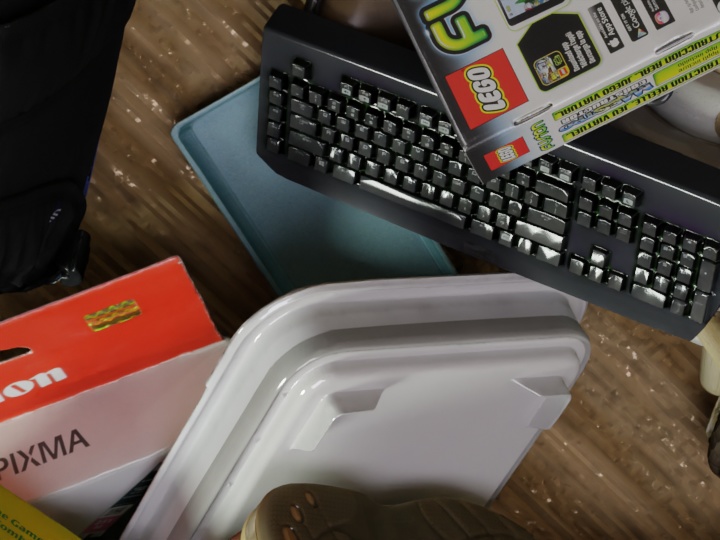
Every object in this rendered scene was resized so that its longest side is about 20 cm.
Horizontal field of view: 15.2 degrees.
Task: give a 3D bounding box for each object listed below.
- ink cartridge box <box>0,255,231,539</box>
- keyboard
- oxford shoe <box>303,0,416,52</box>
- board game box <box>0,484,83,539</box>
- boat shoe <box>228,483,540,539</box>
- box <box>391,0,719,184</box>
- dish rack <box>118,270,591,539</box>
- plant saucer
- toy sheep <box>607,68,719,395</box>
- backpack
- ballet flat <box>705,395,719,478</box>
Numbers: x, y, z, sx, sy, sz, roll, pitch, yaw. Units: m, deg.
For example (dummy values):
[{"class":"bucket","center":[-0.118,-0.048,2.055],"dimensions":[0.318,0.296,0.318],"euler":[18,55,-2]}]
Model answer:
[{"class":"ink cartridge box","center":[-0.136,0.076,1.061],"dimensions":[0.199,0.044,0.174],"euler":[-21,157,1]},{"class":"keyboard","center":[0.052,-0.053,1.007],"dimensions":[0.199,0.021,0.127],"euler":[21,129,17]},{"class":"oxford shoe","center":[0.070,-0.127,1.028],"dimensions":[0.200,0.084,0.073],"euler":[-27,118,6]},{"class":"board game box","center":[-0.099,0.173,1.037],"dimensions":[0.200,0.048,0.102],"euler":[34,117,-5]},{"class":"boat shoe","center":[0.016,0.133,1.059],"dimensions":[0.200,0.072,0.068],"euler":[16,132,-43]},{"class":"box","center":[0.049,-0.143,0.968],"dimensions":[0.110,0.200,0.035],"euler":[-26,158,5]},{"class":"dish rack","center":[-0.001,0.084,1.078],"dimensions":[0.171,0.044,0.200],"euler":[-3,140,-37]},{"class":"plant saucer","center":[0.000,0.000,1.113],"dimensions":[0.070,0.019,0.200],"euler":[-30,117,5]},{"class":"toy sheep","center":[0.152,-0.031,1.060],"dimensions":[0.137,0.138,0.201],"euler":[2,123,-10]},{"class":"backpack","center":[-0.174,-0.065,0.952],"dimensions":[0.147,0.200,0.184],"euler":[21,111,8]},{"class":"ballet flat","center":[0.200,0.003,1.132],"dimensions":[0.046,0.067,0.200],"euler":[39,112,20]}]
